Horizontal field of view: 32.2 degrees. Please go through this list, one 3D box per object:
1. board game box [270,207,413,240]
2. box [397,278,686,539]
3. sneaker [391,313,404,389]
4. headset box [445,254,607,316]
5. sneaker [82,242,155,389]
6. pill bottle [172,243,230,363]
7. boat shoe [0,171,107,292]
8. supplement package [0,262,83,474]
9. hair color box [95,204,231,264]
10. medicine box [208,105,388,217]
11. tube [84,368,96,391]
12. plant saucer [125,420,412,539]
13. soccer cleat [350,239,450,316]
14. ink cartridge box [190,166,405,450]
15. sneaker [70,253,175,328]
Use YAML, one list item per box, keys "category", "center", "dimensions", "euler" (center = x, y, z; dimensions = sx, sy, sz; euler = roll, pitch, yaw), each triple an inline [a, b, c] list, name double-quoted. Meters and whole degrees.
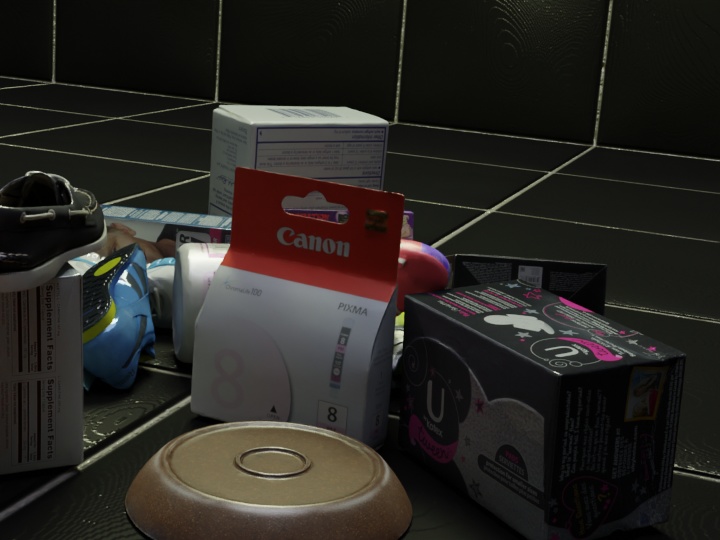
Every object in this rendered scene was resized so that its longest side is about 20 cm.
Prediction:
- category: "board game box"
  center: [-0.033, -0.037, 1.115]
  dimensions: [0.119, 0.033, 0.200]
  euler: [5, -1, -12]
- category: "box"
  center: [0.122, 0.098, 0.910]
  dimensions: [0.114, 0.133, 0.200]
  euler: [-5, 17, -27]
- category: "sneaker"
  center: [0.092, 0.083, 1.132]
  dimensions: [0.199, 0.074, 0.081]
  euler: [-2, 30, -16]
- category: "headset box"
  center: [0.156, 0.025, 1.275]
  dimensions: [0.148, 0.078, 0.200]
  euler: [4, -1, -2]
- category: "sneaker"
  center: [-0.221, 0.042, 1.140]
  dimensions: [0.066, 0.079, 0.200]
  euler: [-30, 23, 10]
- category: "pill bottle"
  center: [-0.072, 0.032, 1.167]
  dimensions: [0.199, 0.113, 0.112]
  euler: [1, 14, -13]
- category: "boat shoe"
  center: [-0.228, -0.039, 0.883]
  dimensions: [0.073, 0.061, 0.200]
  euler: [7, 16, 7]
- category: "supplement package"
  center: [-0.324, 0.055, 0.916]
  dimensions: [0.199, 0.148, 0.191]
  euler: [-4, 16, -28]
- category: "hair color box"
  center: [-0.213, -0.010, 1.319]
  dimensions: [0.199, 0.101, 0.061]
  euler: [6, 15, 7]
- category: "medicine box"
  center: [-0.076, -0.084, 1.452]
  dimensions: [0.181, 0.201, 0.103]
  euler: [-4, 18, -32]
- category: "tube"
  center: [-0.317, 0.046, 1.082]
  dimensions: [0.199, 0.051, 0.077]
  euler: [27, 17, -7]
- category: "plant saucer"
  center: [-0.062, 0.146, 0.866]
  dimensions: [0.199, 0.035, 0.200]
  euler: [3, 14, -1]
- category: "soccer cleat"
  center: [0.000, 0.000, 1.037]
  dimensions: [0.199, 0.067, 0.077]
  euler: [-16, 29, 44]
- category: "ink cartridge box"
  center: [-0.052, 0.031, 0.980]
  dimensions: [0.162, 0.201, 0.057]
  euler: [11, 19, 27]
- category: "sneaker"
  center: [-0.236, 0.032, 1.237]
  dimensions: [0.199, 0.075, 0.087]
  euler: [4, 23, 20]
